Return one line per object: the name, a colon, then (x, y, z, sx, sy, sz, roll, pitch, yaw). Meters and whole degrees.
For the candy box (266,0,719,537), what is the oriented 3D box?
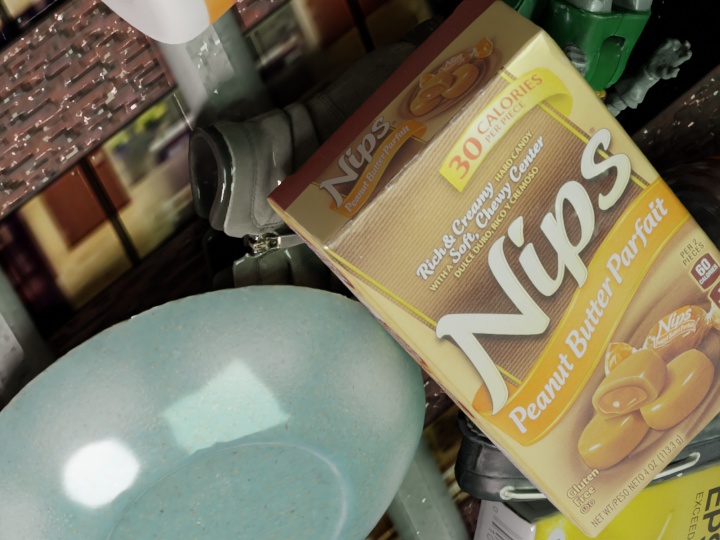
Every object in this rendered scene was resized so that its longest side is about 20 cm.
candy box: (0.069, 0.001, 1.023, 0.115, 0.055, 0.200, -45, 127, -3)

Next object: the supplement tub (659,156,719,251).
supplement tub: (0.190, -0.003, 1.186, 0.200, 0.107, 0.107, -9, 124, -38)

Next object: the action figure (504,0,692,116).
action figure: (0.093, -0.093, 1.079, 0.118, 0.055, 0.200, -7, 127, -42)

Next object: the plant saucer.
plant saucer: (-0.060, 0.093, 1.042, 0.201, 0.039, 0.201, -16, 137, -15)

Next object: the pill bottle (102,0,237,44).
pill bottle: (-0.025, -0.178, 0.865, 0.200, 0.112, 0.112, -44, 138, -9)

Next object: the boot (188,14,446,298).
boot: (0.000, 0.000, 1.062, 0.130, 0.068, 0.200, -28, 128, -15)

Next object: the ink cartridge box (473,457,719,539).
ink cartridge box: (0.131, 0.173, 1.306, 0.200, 0.047, 0.198, -12, 125, -33)

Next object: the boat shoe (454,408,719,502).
boat shoe: (0.128, 0.066, 1.210, 0.200, 0.076, 0.060, -2, 119, -28)
